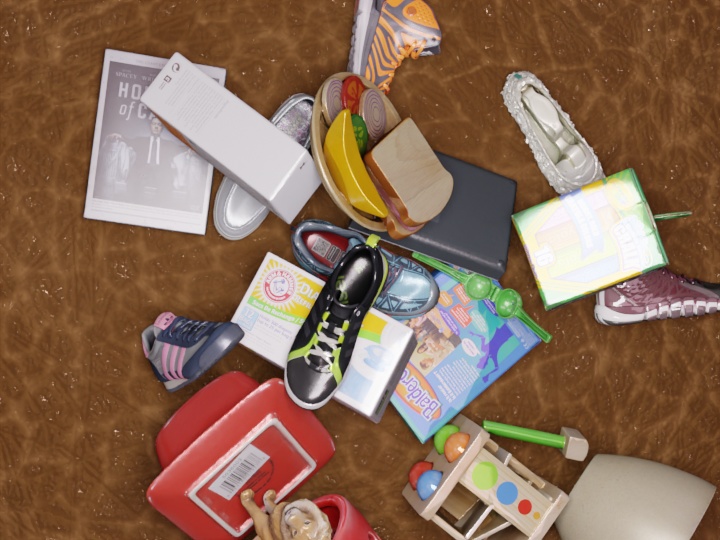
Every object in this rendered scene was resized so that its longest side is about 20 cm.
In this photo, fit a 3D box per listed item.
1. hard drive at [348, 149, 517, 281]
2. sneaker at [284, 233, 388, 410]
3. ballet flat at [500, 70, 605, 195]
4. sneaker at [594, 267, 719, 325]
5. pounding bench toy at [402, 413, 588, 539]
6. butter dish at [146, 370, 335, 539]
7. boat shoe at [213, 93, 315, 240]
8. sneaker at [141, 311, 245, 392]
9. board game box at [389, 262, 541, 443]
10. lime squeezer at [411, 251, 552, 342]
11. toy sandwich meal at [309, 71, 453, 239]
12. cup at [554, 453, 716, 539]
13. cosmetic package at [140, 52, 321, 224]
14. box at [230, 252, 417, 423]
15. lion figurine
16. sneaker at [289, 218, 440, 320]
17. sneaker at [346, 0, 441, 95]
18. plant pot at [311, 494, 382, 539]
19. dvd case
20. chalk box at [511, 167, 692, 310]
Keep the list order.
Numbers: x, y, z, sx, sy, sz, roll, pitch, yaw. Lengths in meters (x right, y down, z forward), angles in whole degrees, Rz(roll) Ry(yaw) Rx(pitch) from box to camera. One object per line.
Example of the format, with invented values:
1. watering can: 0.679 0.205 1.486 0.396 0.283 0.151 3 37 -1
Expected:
1. hard drive: 0.092 -0.082 1.352 0.197 0.033 0.142 19 56 -9
2. sneaker: -0.031 0.052 1.207 0.071 0.083 0.203 22 79 10
3. ballet flat: 0.246 -0.163 1.391 0.071 0.072 0.201 -39 97 -6
4. sneaker: 0.391 0.002 1.415 0.196 0.076 0.118 -7 89 -8
5. pounding bench toy: 0.165 0.240 1.357 0.155 0.124 0.201 38 85 -7
6. butter dish: -0.159 0.199 1.303 0.199 0.148 0.200 -40 141 -6
7. boat shoe: -0.113 -0.128 1.331 0.069 0.071 0.203 33 86 -8
8. sneaker: -0.201 0.082 1.263 0.070 0.199 0.083 -39 96 -35
9. board game box: 0.104 0.091 1.384 0.199 0.045 0.153 -39 96 -7
10. lime squeezer: 0.152 0.032 1.338 0.198 0.070 0.038 34 120 20
11. toy sandwich meal: 0.023 -0.134 1.253 0.204 0.069 0.209 23 60 -46
12. cup: 0.324 0.310 1.366 0.142 0.200 0.202 33 86 17
13. cosmetic package: -0.144 -0.148 1.255 0.199 0.101 0.072 37 85 15
14. box: -0.044 0.079 1.299 0.197 0.101 0.114 27 82 11
15. lion figurine: -0.114 0.325 1.235 0.072 0.123 0.202 21 108 -48
16. sneaker: 0.000 0.000 1.319 0.197 0.096 0.081 23 85 9
17. sneaker: 0.042 -0.255 1.350 0.110 0.078 0.204 7 90 -8
18. plant pot: -0.033 0.398 1.298 0.200 0.200 0.183 -43 105 -6
19. dvd case: -0.246 -0.153 1.334 0.147 0.025 0.204 7 91 -10
20. chalk box: 0.298 -0.044 1.335 0.197 0.124 0.126 -22 84 11
